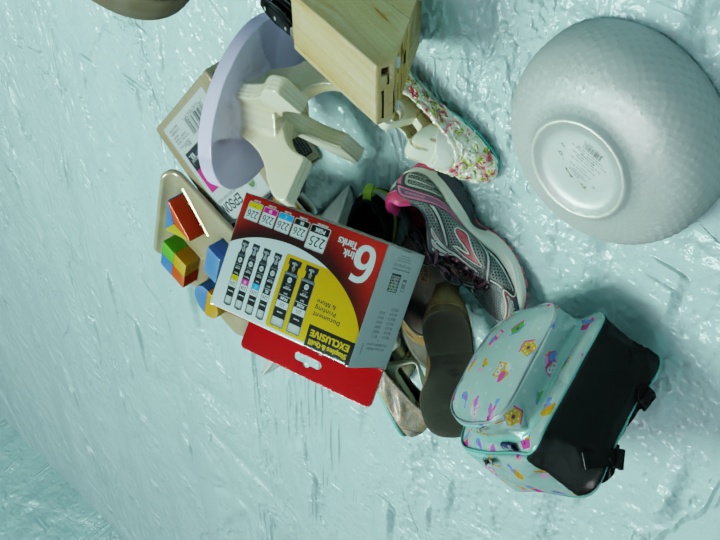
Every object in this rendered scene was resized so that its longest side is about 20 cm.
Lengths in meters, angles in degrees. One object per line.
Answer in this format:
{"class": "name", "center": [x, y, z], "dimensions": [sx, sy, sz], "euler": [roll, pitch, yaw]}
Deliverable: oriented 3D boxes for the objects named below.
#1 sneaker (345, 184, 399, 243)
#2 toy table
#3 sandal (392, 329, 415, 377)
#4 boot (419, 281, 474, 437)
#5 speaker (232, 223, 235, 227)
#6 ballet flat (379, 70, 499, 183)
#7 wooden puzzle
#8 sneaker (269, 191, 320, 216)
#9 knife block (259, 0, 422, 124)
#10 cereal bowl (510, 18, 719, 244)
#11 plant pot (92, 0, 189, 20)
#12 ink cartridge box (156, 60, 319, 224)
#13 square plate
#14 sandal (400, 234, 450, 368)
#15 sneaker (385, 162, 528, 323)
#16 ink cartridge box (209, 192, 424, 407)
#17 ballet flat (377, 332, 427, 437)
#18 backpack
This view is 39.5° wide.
{"class": "sneaker", "center": [0.000, 0.000, 1.156], "dimensions": [0.071, 0.083, 0.202], "euler": [6, 101, 16]}
{"class": "toy table", "center": [-0.082, -0.173, 1.076], "dimensions": [0.116, 0.183, 0.202], "euler": [19, 94, 30]}
{"class": "sandal", "center": [0.041, 0.098, 1.300], "dimensions": [0.080, 0.054, 0.200], "euler": [44, 147, 11]}
{"class": "boot", "center": [0.103, 0.103, 1.139], "dimensions": [0.073, 0.076, 0.202], "euler": [0, 125, 5]}
{"class": "speaker", "center": [-0.180, -0.022, 1.445], "dimensions": [0.200, 0.081, 0.081], "euler": [45, 148, 13]}
{"class": "ballet flat", "center": [0.053, -0.151, 1.025], "dimensions": [0.200, 0.064, 0.076], "euler": [45, 149, 10]}
{"class": "wooden puzzle", "center": [-0.217, -0.015, 1.383], "dimensions": [0.200, 0.046, 0.186], "euler": [42, 143, 16]}
{"class": "sneaker", "center": [-0.089, -0.064, 1.265], "dimensions": [0.079, 0.079, 0.200], "euler": [47, -173, -9]}
{"class": "knife block", "center": [-0.032, -0.231, 0.958], "dimensions": [0.174, 0.201, 0.064], "euler": [8, 136, 10]}
{"class": "cereal bowl", "center": [0.205, -0.104, 0.854], "dimensions": [0.199, 0.083, 0.201], "euler": [35, 145, 29]}
{"class": "plant pot", "center": [-0.212, -0.393, 1.038], "dimensions": [0.173, 0.200, 0.201], "euler": [-31, 96, 41]}
{"class": "ink cartridge box", "center": [-0.161, -0.164, 1.284], "dimensions": [0.165, 0.075, 0.200], "euler": [56, 148, -4]}
{"class": "square plate", "center": [-0.063, 0.020, 1.258], "dimensions": [0.028, 0.200, 0.200], "euler": [21, 152, -14]}
{"class": "sandal", "center": [0.080, 0.047, 1.178], "dimensions": [0.081, 0.055, 0.202], "euler": [6, 127, 17]}
{"class": "sneaker", "center": [0.102, -0.020, 1.082], "dimensions": [0.201, 0.075, 0.081], "euler": [52, 148, -1]}
{"class": "ink cartridge box", "center": [-0.055, 0.032, 1.083], "dimensions": [0.199, 0.084, 0.177], "euler": [20, 94, 32]}
{"class": "ballet flat", "center": [0.034, 0.114, 1.251], "dimensions": [0.067, 0.068, 0.201], "euler": [-30, 104, 22]}
{"class": "backpack", "center": [0.182, 0.134, 1.026], "dimensions": [0.153, 0.177, 0.200], "euler": [31, 160, -4]}
